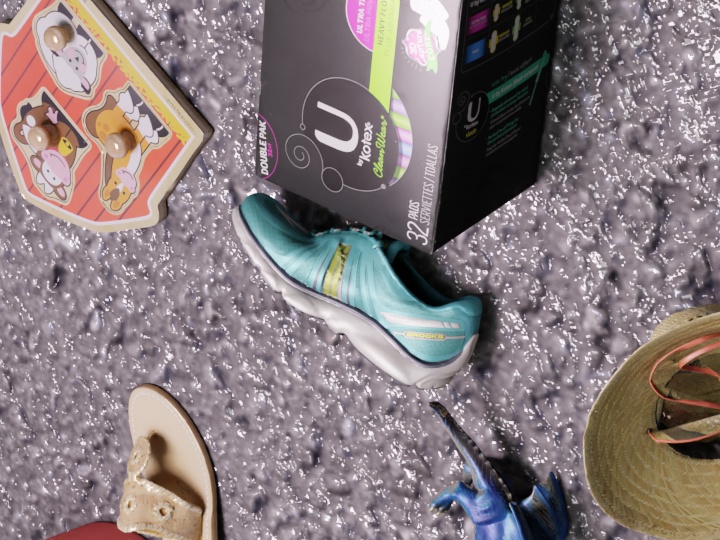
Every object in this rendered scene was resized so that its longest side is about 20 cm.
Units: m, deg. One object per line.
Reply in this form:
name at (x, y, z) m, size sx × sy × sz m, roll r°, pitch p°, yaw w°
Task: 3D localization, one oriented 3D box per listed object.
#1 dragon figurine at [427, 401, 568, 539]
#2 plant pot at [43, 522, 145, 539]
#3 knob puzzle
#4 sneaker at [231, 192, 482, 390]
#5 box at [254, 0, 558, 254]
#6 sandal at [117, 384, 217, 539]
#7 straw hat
dragon figurine at (0.106, 0.174, 1.607) m, size 0.099 × 0.059 × 0.200 m, roll 6°, pitch 117°, yaw 38°
plant pot at (-0.247, 0.307, 1.892) m, size 0.200 × 0.177 × 0.200 m, roll 19°, pitch 123°, yaw 32°
knob puzzle at (-0.219, -0.108, 1.751) m, size 0.220 × 0.030 × 0.220 m, roll 19°, pitch 124°, yaw 31°
sneaker at (0.000, 0.000, 1.611) m, size 0.200 × 0.078 × 0.080 m, roll 34°, pitch 111°, yaw 16°
box at (0.031, -0.141, 1.458) m, size 0.149 × 0.124 × 0.200 m, roll 24°, pitch 127°, yaw 28°
sandal at (-0.158, 0.201, 1.836) m, size 0.078 × 0.070 × 0.212 m, roll 1°, pitch 113°, yaw 40°
straw hat at (0.219, 0.069, 1.434) m, size 0.085 × 0.201 × 0.201 m, roll -106°, pitch 26°, yaw -48°
